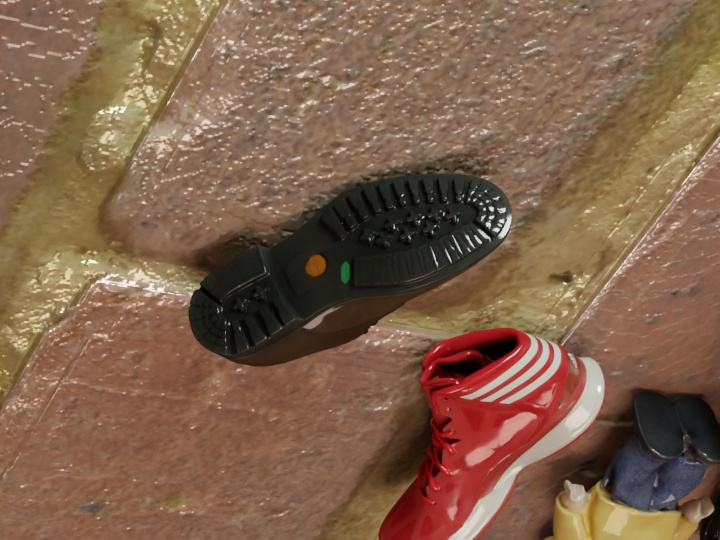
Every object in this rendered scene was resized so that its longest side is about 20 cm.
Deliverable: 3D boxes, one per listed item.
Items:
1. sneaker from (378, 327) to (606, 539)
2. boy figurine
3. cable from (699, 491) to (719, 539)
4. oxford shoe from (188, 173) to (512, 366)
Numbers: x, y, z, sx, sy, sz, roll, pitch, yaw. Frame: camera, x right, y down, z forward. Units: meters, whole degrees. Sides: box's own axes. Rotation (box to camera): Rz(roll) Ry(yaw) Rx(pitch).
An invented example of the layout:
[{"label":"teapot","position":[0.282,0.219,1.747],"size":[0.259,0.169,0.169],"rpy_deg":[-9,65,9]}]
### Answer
[{"label":"sneaker","position":[0.056,0.107,1.556],"size":[0.115,0.078,0.200],"rpy_deg":[32,110,-33]},{"label":"boy figurine","position":[0.189,0.172,1.672],"size":[0.124,0.065,0.200],"rpy_deg":[4,138,-23]},{"label":"cable","position":[0.263,0.153,1.677],"size":[0.050,0.098,0.200],"rpy_deg":[-2,160,-14]},{"label":"oxford shoe","position":[0.000,0.000,1.410],"size":[0.199,0.073,0.084],"rpy_deg":[-21,158,10]}]
